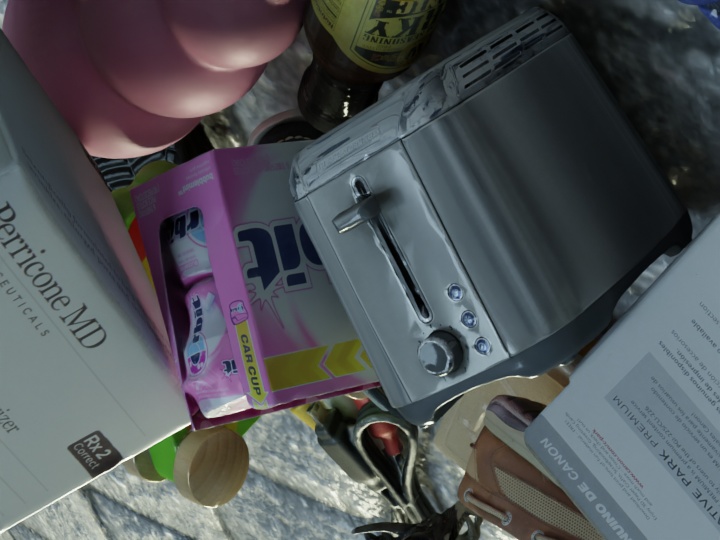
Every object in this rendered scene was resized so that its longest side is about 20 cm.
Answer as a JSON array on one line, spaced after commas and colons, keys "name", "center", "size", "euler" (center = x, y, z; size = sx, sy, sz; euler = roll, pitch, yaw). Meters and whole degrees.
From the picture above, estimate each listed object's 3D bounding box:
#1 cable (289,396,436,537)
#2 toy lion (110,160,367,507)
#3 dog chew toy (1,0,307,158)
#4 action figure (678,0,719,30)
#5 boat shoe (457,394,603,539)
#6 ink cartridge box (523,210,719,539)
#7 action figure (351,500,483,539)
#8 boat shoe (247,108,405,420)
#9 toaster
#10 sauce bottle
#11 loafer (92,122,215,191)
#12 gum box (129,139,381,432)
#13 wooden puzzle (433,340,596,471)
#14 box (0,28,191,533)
[{"name": "cable", "center": [0.026, 0.130, 1.173], "size": [0.097, 0.050, 0.200], "euler": [-10, 133, 38]}, {"name": "toy lion", "center": [-0.079, 0.020, 0.995], "size": [0.069, 0.200, 0.192], "euler": [19, 130, 41]}, {"name": "dog chew toy", "center": [-0.102, -0.130, 0.917], "size": [0.200, 0.125, 0.125], "euler": [-13, 117, 50]}, {"name": "action figure", "center": [0.172, -0.120, 0.616], "size": [0.193, 0.105, 0.200], "euler": [26, 173, 45]}, {"name": "boat shoe", "center": [0.122, 0.139, 0.853], "size": [0.076, 0.072, 0.200], "euler": [23, -168, -45]}, {"name": "ink cartridge box", "center": [0.191, 0.081, 0.715], "size": [0.200, 0.084, 0.176], "euler": [51, 133, 14]}, {"name": "action figure", "center": [0.079, 0.192, 1.098], "size": [0.119, 0.102, 0.200], "euler": [14, 153, 48]}, {"name": "boat shoe", "center": [0.000, 0.000, 0.972], "size": [0.200, 0.075, 0.060], "euler": [55, -168, -33]}, {"name": "toaster", "center": [0.061, -0.031, 0.771], "size": [0.113, 0.200, 0.129], "euler": [-27, 95, 39]}, {"name": "sauce bottle", "center": [0.009, -0.131, 0.819], "size": [0.065, 0.065, 0.200], "euler": [42, 153, 9]}, {"name": "loafer", "center": [-0.117, -0.055, 1.076], "size": [0.073, 0.071, 0.201], "euler": [-14, 103, 24]}, {"name": "gum box", "center": [-0.008, -0.001, 0.825], "size": [0.066, 0.200, 0.114], "euler": [-21, 82, 45]}, {"name": "wooden puzzle", "center": [0.134, 0.106, 0.971], "size": [0.185, 0.046, 0.200], "euler": [40, 154, 14]}, {"name": "box", "center": [-0.191, -0.020, 0.806], "size": [0.200, 0.130, 0.199], "euler": [60, 179, 41]}]
